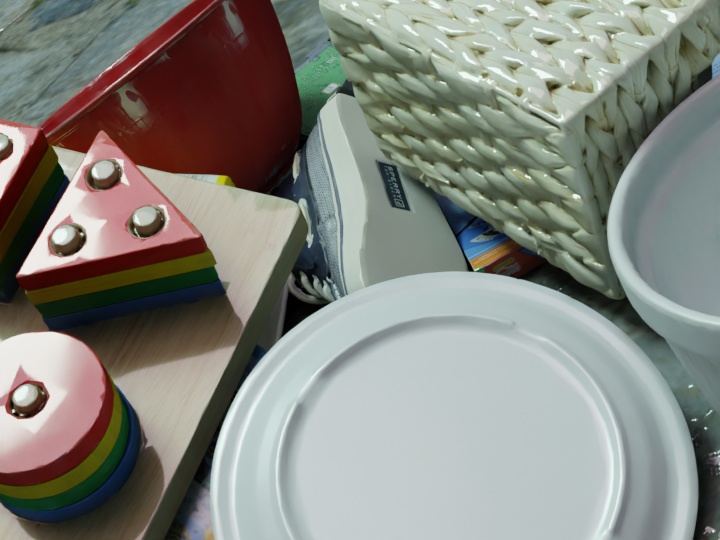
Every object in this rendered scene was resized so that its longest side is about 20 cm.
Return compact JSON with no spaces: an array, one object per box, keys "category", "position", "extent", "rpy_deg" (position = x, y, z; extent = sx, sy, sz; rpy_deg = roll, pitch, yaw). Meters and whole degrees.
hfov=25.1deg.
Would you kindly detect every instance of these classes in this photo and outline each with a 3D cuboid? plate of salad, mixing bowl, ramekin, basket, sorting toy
[{"category":"plate of salad","position":[0.038,0.089,0.670],"extent":[0.200,0.048,0.200],"rpy_deg":[-3,58,5]},{"category":"mixing bowl","position":[-0.109,-0.079,0.958],"extent":[0.200,0.108,0.200],"rpy_deg":[-36,13,9]},{"category":"ramekin","position":[0.209,-0.008,0.640],"extent":[0.200,0.105,0.200],"rpy_deg":[-23,31,15]},{"category":"basket","position":[0.091,-0.096,0.780],"extent":[0.123,0.136,0.200],"rpy_deg":[-41,46,-16]},{"category":"sorting toy","position":[-0.155,0.019,0.731],"extent":[0.199,0.070,0.200],"rpy_deg":[13,60,20]}]

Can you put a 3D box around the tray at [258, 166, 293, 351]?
[{"category":"tray","position":[-0.081,0.012,0.952],"extent":[0.107,0.022,0.200],"rpy_deg":[-21,32,19]}]

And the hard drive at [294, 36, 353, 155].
[{"category":"hard drive","position":[0.024,-0.110,1.019],"extent":[0.140,0.038,0.200],"rpy_deg":[-42,33,-17]}]

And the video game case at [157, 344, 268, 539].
[{"category":"video game case","position":[-0.072,0.142,0.693],"extent":[0.200,0.018,0.143],"rpy_deg":[-41,63,-15]}]

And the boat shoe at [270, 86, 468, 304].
[{"category":"boat shoe","position":[0.000,0.000,0.867],"extent":[0.093,0.075,0.200],"rpy_deg":[-52,32,36]}]

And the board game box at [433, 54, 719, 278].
[{"category":"board game box","position":[0.139,-0.066,0.870],"extent":[0.200,0.019,0.103],"rpy_deg":[-29,29,4]}]

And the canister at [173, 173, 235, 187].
[{"category":"canister","position":[-0.168,0.015,0.842],"extent":[0.200,0.087,0.149],"rpy_deg":[2,61,3]}]
